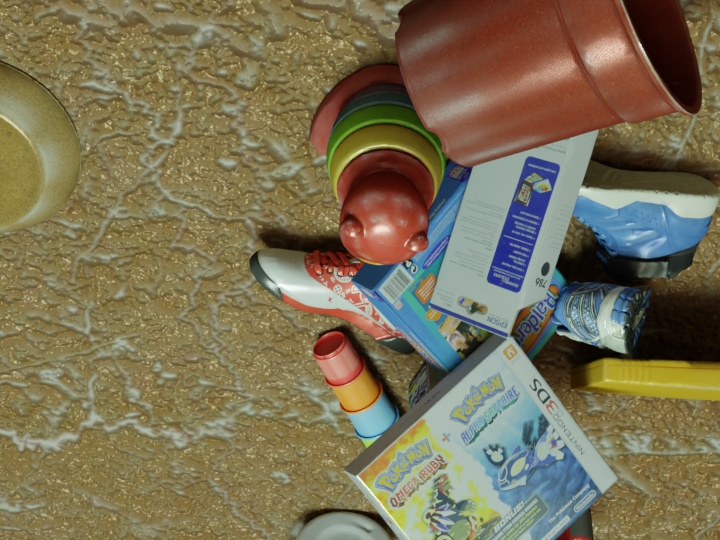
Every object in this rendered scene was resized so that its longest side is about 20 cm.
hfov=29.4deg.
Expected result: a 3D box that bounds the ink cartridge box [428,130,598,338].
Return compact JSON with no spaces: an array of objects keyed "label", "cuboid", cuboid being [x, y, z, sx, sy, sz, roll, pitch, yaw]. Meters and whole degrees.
[{"label":"ink cartridge box","cuboid":[0.134,-0.045,1.217,0.039,0.099,0.201,15,96,-49]}]

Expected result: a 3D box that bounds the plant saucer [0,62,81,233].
[{"label":"plant saucer","cuboid":[-0.362,-0.105,1.275,0.199,0.035,0.201,0,128,1]}]

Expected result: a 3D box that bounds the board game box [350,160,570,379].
[{"label":"board game box","cuboid":[0.104,0.018,1.305,0.152,0.045,0.200,-49,122,-11]}]

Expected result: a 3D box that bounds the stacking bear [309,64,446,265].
[{"label":"stacking bear","cuboid":[0.021,-0.080,1.182,0.121,0.200,0.114,17,127,-12]}]

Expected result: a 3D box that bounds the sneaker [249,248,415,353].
[{"label":"sneaker","cuboid":[0.000,0.000,1.335,0.201,0.067,0.108,26,122,-21]}]

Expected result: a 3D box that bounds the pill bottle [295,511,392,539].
[{"label":"pill bottle","cuboid":[-0.026,0.392,1.614,0.119,0.120,0.200,5,129,-3]}]

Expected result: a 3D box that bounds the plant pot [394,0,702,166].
[{"label":"plant pot","cuboid":[0.146,-0.186,1.115,0.195,0.201,0.201,-20,126,27]}]

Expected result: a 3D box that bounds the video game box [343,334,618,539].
[{"label":"video game box","cuboid":[0.116,0.190,1.280,0.200,0.047,0.182,-41,100,-13]}]

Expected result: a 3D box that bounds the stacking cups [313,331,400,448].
[{"label":"stacking cups","cuboid":[0.005,0.150,1.460,0.060,0.061,0.200,-22,123,18]}]

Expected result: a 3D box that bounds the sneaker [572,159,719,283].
[{"label":"sneaker","cuboid":[0.228,-0.042,1.288,0.199,0.077,0.112,6,119,-12]}]

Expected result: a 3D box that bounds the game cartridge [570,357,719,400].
[{"label":"game cartridge","cuboid":[0.321,0.108,1.370,0.199,0.033,0.176,5,172,-3]}]

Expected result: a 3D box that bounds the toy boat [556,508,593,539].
[{"label":"toy boat","cuboid":[0.168,0.254,1.488,0.199,0.131,0.131,13,134,-10]}]

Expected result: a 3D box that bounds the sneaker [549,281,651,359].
[{"label":"sneaker","cuboid":[0.230,0.040,1.321,0.085,0.077,0.200,13,175,17]}]

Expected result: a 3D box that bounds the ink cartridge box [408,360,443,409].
[{"label":"ink cartridge box","cuboid":[0.107,0.188,1.395,0.109,0.200,0.050,22,125,-15]}]
